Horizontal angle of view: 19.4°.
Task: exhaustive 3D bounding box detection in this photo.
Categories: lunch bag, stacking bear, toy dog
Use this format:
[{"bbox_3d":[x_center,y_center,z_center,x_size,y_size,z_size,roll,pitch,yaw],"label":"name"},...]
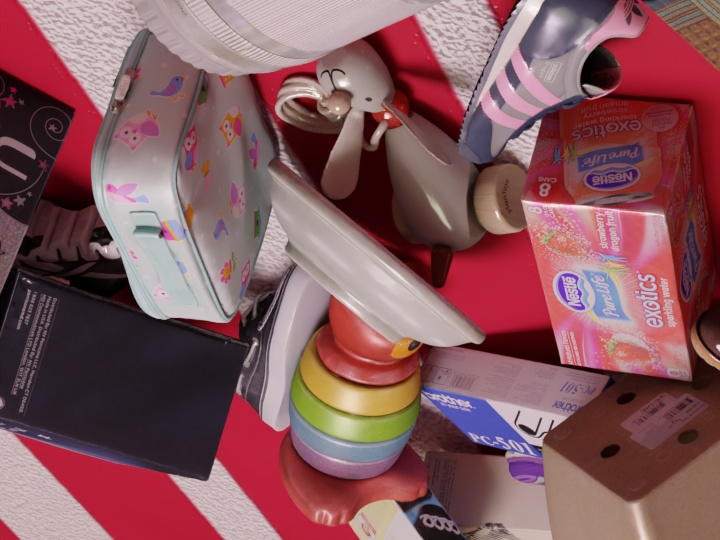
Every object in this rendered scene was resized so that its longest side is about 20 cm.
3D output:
[{"bbox_3d":[-0.125,-0.064,1.474,0.077,0.161,0.200,6,147,18],"label":"lunch bag"},{"bbox_3d":[0.003,0.083,1.660,0.114,0.121,0.201,46,137,37],"label":"stacking bear"},{"bbox_3d":[0.029,-0.064,1.456,0.200,0.097,0.132,31,146,-20],"label":"toy dog"}]

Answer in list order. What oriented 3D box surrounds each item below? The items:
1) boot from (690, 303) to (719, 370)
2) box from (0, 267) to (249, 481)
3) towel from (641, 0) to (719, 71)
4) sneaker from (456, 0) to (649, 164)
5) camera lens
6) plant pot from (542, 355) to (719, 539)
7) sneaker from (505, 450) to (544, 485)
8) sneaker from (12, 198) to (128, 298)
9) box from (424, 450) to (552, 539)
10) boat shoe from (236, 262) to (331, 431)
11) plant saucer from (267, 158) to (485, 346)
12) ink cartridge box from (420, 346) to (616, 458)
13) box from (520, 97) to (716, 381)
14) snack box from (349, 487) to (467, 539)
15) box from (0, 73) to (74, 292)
[{"bbox_3d":[0.332,0.003,1.407,0.199,0.073,0.167,-1,142,-10],"label":"boot"},{"bbox_3d":[-0.223,0.084,1.701,0.198,0.124,0.200,18,173,-21],"label":"box"},{"bbox_3d":[0.259,-0.178,1.238,0.146,0.022,0.200,38,145,-26],"label":"towel"},{"bbox_3d":[0.119,-0.119,1.345,0.082,0.070,0.200,27,149,2],"label":"sneaker"},{"bbox_3d":[-0.026,-0.209,1.202,0.200,0.161,0.160,-18,133,44],"label":"camera lens"},{"bbox_3d":[0.244,0.170,1.512,0.178,0.199,0.200,62,167,-25],"label":"plant pot"},{"bbox_3d":[0.198,0.192,1.712,0.199,0.084,0.080,21,-172,36],"label":"sneaker"},{"bbox_3d":[-0.230,-0.013,1.695,0.199,0.067,0.091,-3,140,27],"label":"sneaker"},{"bbox_3d":[0.154,0.203,1.816,0.199,0.069,0.082,1,159,27],"label":"box"},{"bbox_3d":[-0.068,0.049,1.710,0.068,0.072,0.200,35,145,16],"label":"boat shoe"},{"bbox_3d":[0.000,0.000,1.509,0.200,0.050,0.200,40,180,0],"label":"plant saucer"},{"bbox_3d":[0.140,0.111,1.662,0.200,0.044,0.094,9,152,50],"label":"ink cartridge box"},{"bbox_3d":[0.180,-0.020,1.447,0.102,0.095,0.200,7,147,19],"label":"box"},{"bbox_3d":[0.018,0.193,1.804,0.200,0.037,0.116,53,154,19],"label":"snack box"},{"bbox_3d":[-0.311,-0.039,1.568,0.114,0.201,0.132,27,148,-17],"label":"box"}]
